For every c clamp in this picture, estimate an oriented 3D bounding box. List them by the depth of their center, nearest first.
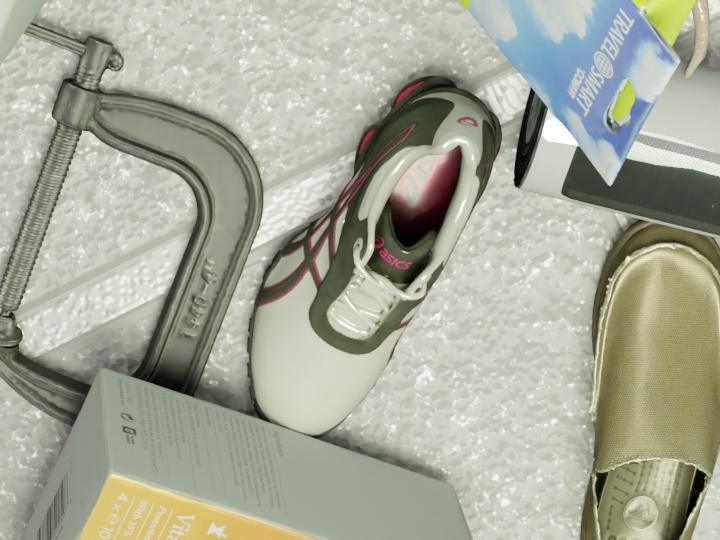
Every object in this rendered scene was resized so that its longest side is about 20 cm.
[{"bbox_3d":[-0.140,-0.019,0.961,0.169,0.027,0.202,14,102,-8],"label":"c clamp"}]

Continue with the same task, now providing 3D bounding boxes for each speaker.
[{"bbox_3d":[0.179,-0.055,0.919,0.198,0.081,0.082,14,103,-3],"label":"speaker"}]

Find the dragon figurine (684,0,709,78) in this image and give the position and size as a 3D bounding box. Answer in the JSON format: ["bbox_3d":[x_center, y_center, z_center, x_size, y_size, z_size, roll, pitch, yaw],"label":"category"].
[{"bbox_3d":[0.120,-0.194,0.883,0.059,0.100,0.201,-32,105,20],"label":"dragon figurine"}]

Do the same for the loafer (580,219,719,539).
[{"bbox_3d":[0.151,0.074,0.956,0.075,0.067,0.202,1,104,0],"label":"loafer"}]

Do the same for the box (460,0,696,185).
[{"bbox_3d":[0.075,-0.147,0.832,0.047,0.122,0.200,-33,75,-18],"label":"box"}]

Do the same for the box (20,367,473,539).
[{"bbox_3d":[-0.057,0.150,0.932,0.199,0.098,0.125,20,112,-19],"label":"box"}]

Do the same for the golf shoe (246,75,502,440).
[{"bbox_3d":[0.000,0.000,0.931,0.077,0.088,0.201,26,104,-7],"label":"golf shoe"}]

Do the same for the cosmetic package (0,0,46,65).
[{"bbox_3d":[-0.177,-0.219,0.801,0.164,0.165,0.200,28,134,-6],"label":"cosmetic package"}]
